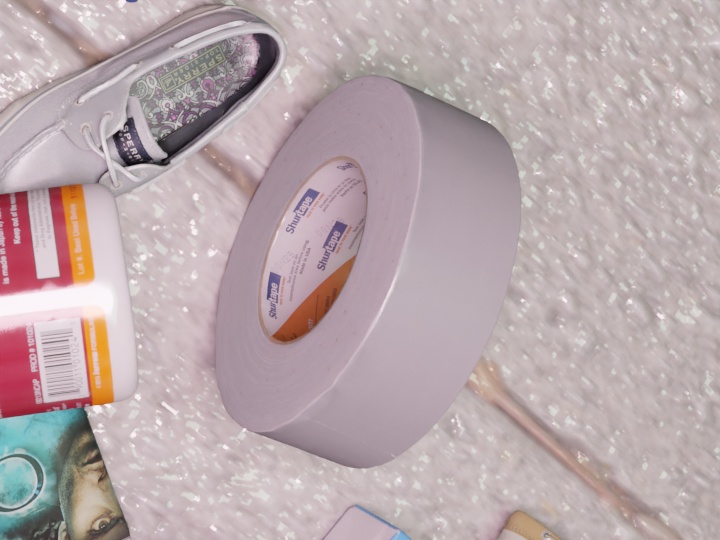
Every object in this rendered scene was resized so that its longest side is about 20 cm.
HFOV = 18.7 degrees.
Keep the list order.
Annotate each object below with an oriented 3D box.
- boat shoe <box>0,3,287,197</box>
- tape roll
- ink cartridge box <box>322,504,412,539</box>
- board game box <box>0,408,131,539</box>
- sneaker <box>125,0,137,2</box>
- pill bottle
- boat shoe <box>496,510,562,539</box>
[{"bbox_3d":[-0.126,-0.078,1.158,0.201,0.071,0.070,-36,112,-16],"label":"boat shoe"},{"bbox_3d":[0.000,0.000,1.160,0.066,0.200,0.201,23,87,-26],"label":"tape roll"},{"bbox_3d":[0.037,0.248,1.288,0.200,0.067,0.116,45,77,-24],"label":"ink cartridge box"},{"bbox_3d":[-0.234,0.124,1.159,0.200,0.028,0.136,-25,107,-21],"label":"board game box"},{"bbox_3d":[-0.100,-0.178,1.165,0.199,0.075,0.079,14,100,-19],"label":"sneaker"},{"bbox_3d":[-0.216,0.022,1.092,0.199,0.113,0.113,-7,101,-8],"label":"pill bottle"},{"bbox_3d":[0.164,0.210,1.348,0.200,0.072,0.076,32,72,-26],"label":"boat shoe"}]
